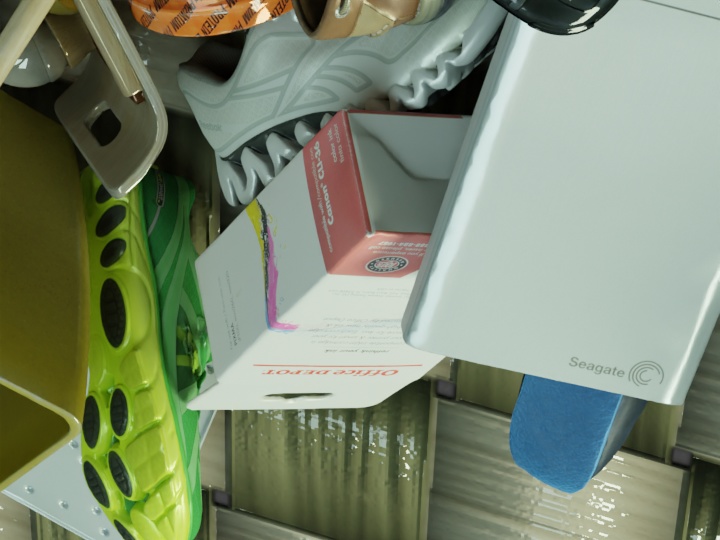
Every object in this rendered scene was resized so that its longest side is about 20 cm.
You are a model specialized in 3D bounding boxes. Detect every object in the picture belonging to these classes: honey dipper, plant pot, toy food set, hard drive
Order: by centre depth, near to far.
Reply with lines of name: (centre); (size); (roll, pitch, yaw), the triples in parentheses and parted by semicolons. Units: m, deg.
hard drive: (0.109, -0.043, 1.196); (0.131, 0.027, 0.201); (13, 118, -12)
honey dipper: (-0.153, -0.097, 1.221); (0.038, 0.038, 0.200); (37, 132, -3)
toy food set: (-0.162, -0.140, 1.290); (0.060, 0.144, 0.201); (-30, 116, -5)
plant pot: (-0.243, -0.003, 1.359); (0.199, 0.177, 0.200); (30, 140, -22)

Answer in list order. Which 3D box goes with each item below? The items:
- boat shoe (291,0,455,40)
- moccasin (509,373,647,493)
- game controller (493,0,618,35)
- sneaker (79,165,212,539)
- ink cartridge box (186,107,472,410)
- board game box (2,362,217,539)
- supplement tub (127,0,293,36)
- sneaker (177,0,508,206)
boat shoe: (-0.012, -0.183, 1.143); (0.076, 0.072, 0.201); (30, 139, 56)
moccasin: (0.119, 0.015, 1.321); (0.080, 0.068, 0.200); (35, 133, 9)
game controller: (0.037, -0.182, 1.099); (0.200, 0.042, 0.105); (35, 90, -11)
sneaker: (-0.095, 0.043, 1.398); (0.074, 0.083, 0.201); (-6, 89, 48)
ink cartridge box: (0.000, 0.000, 1.319); (0.116, 0.068, 0.200); (2, 154, -30)
board game box: (-0.172, 0.049, 1.525); (0.199, 0.026, 0.200); (29, 133, 4)
supplement tub: (-0.078, -0.210, 1.208); (0.122, 0.123, 0.201); (4, 127, 25)
sneaker: (-0.008, -0.100, 1.297); (0.199, 0.075, 0.081); (-27, 99, 37)
